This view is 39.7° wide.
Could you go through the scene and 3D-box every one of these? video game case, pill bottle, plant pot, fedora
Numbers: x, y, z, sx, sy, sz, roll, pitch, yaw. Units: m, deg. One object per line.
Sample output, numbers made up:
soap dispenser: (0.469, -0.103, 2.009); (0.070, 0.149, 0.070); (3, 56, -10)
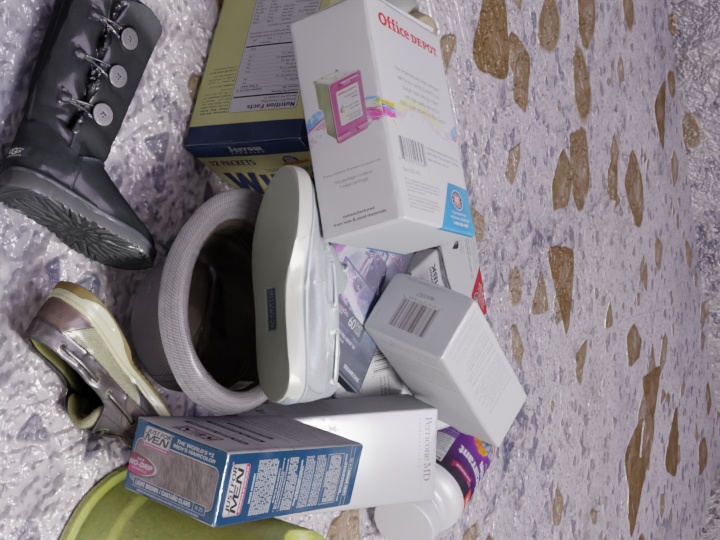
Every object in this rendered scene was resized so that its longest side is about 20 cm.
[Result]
video game case: (0.000, 0.000, 0.976); (0.143, 0.019, 0.201); (52, 55, -50)
pill bottle: (0.096, 0.269, 1.304); (0.200, 0.111, 0.112); (-45, 128, -51)
plant pot: (-0.125, 0.274, 0.839); (0.200, 0.183, 0.202); (-3, 93, -60)
fedora: (-0.133, 0.032, 0.881); (0.177, 0.090, 0.201); (51, 42, -40)

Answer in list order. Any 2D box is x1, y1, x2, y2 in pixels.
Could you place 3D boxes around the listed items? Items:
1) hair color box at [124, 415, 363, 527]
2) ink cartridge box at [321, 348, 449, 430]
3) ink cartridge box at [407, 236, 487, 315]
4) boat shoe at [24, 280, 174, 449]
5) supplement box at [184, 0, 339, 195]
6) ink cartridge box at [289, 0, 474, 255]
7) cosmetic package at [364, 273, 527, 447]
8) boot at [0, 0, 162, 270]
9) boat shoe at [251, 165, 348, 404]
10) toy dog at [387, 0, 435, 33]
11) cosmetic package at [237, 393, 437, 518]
hair color box: (-0.093, 0.165, 0.848); (0.199, 0.099, 0.061); (14, 90, -58)
ink cartridge box: (0.035, 0.115, 1.141); (0.199, 0.084, 0.146); (-12, 102, -31)
ink cartridge box: (0.085, 0.031, 1.309); (0.200, 0.083, 0.146); (-38, 122, -53)
boat shoe: (-0.211, 0.101, 0.811); (0.066, 0.071, 0.202); (-48, 134, -33)
supplement box: (-0.050, -0.171, 1.019); (0.200, 0.133, 0.201); (40, 56, -54)
ink cartridge box: (0.022, -0.125, 0.887); (0.144, 0.084, 0.202); (8, 71, -59)
cosmetic package: (0.092, 0.095, 1.029); (0.074, 0.101, 0.200); (-56, 143, -17)
boot: (-0.207, -0.121, 0.824); (0.165, 0.065, 0.202); (44, 48, -54)
boat shoe: (-0.048, 0.013, 0.860); (0.071, 0.070, 0.203); (5, 83, -39)
toy dog: (0.016, -0.320, 1.166); (0.200, 0.131, 0.097); (-18, 128, -69)
cosmetic package: (-0.024, 0.189, 1.025); (0.198, 0.071, 0.102); (-1, 96, -25)
